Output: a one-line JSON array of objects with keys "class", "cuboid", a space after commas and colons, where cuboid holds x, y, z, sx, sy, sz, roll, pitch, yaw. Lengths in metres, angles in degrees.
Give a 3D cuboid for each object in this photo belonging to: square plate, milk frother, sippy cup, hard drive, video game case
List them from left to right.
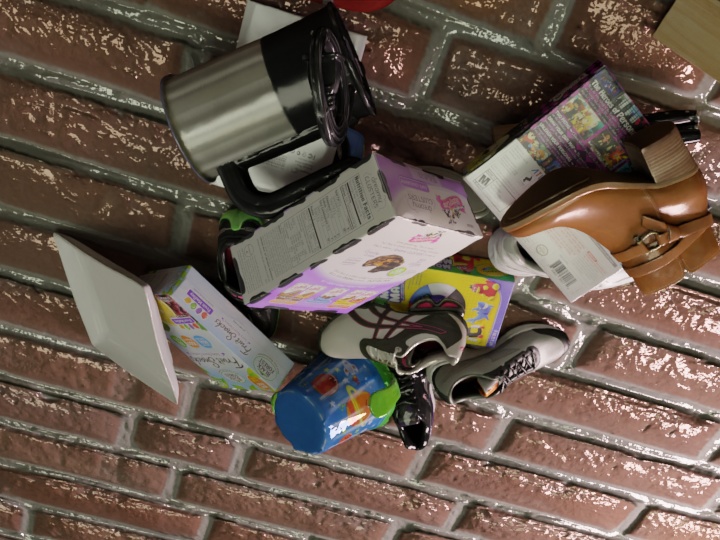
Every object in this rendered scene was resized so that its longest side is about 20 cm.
[{"class": "square plate", "cuboid": [-0.313, 0.059, 1.038, 0.198, 0.028, 0.201, 25, 136, 33]}, {"class": "milk frother", "cuboid": [-0.091, -0.158, 0.743, 0.188, 0.181, 0.200, -22, 162, 9]}, {"class": "hard drive", "cuboid": [-0.083, -0.176, 0.866, 0.131, 0.027, 0.201, 16, 108, -2]}, {"class": "sippy cup", "cuboid": [-0.042, 0.177, 1.067, 0.140, 0.130, 0.178, 47, 132, 15]}, {"class": "video game case", "cuboid": [0.238, -0.088, 0.841, 0.181, 0.036, 0.200, -38, 109, 20]}]

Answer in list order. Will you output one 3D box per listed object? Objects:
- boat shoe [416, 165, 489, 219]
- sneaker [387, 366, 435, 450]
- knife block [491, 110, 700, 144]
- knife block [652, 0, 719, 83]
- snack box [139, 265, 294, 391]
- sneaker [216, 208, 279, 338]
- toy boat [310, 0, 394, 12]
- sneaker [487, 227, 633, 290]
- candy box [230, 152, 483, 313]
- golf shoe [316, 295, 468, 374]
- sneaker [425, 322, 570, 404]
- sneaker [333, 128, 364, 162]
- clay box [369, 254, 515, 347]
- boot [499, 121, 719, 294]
[{"class": "boat shoe", "cuboid": [0.059, -0.076, 0.926, 0.199, 0.075, 0.062, -2, 147, -30]}, {"class": "sneaker", "cuboid": [0.070, 0.168, 1.110, 0.075, 0.088, 0.201, -10, 124, 11]}, {"class": "knife block", "cuboid": [0.271, -0.140, 0.879, 0.200, 0.064, 0.176, 33, 120, -18]}, {"class": "knife block", "cuboid": [0.404, -0.192, 0.772, 0.199, 0.176, 0.064, 21, 124, -11]}, {"class": "snack box", "cuboid": [-0.202, 0.081, 1.049, 0.142, 0.053, 0.200, -5, 135, 51]}, {"class": "sneaker", "cuboid": [-0.152, 0.018, 1.018, 0.076, 0.084, 0.201, -3, 128, 7]}, {"class": "toy boat", "cuboid": [-0.044, -0.310, 0.744, 0.199, 0.131, 0.131, 12, 126, -4]}, {"class": "sneaker", "cuboid": [0.257, -0.015, 0.947, 0.199, 0.099, 0.078, 2, 91, 1]}, {"class": "candy box", "cuboid": [-0.003, -0.029, 0.818, 0.200, 0.072, 0.168, -30, 158, 30]}, {"class": "golf shoe", "cuboid": [0.036, 0.087, 0.999, 0.199, 0.088, 0.077, -11, 128, 16]}, {"class": "sneaker", "cuboid": [0.192, 0.133, 1.074, 0.199, 0.079, 0.074, -19, 123, 0]}, {"class": "sneaker", "cuboid": [-0.065, -0.090, 0.949, 0.082, 0.071, 0.200, 25, 118, -8]}, {"class": "clay box", "cuboid": [0.090, 0.032, 1.035, 0.199, 0.048, 0.115, 8, 126, -2]}, {"class": "boot", "cuboid": [0.258, -0.041, 0.808, 0.200, 0.077, 0.156, -29, 112, 5]}]
